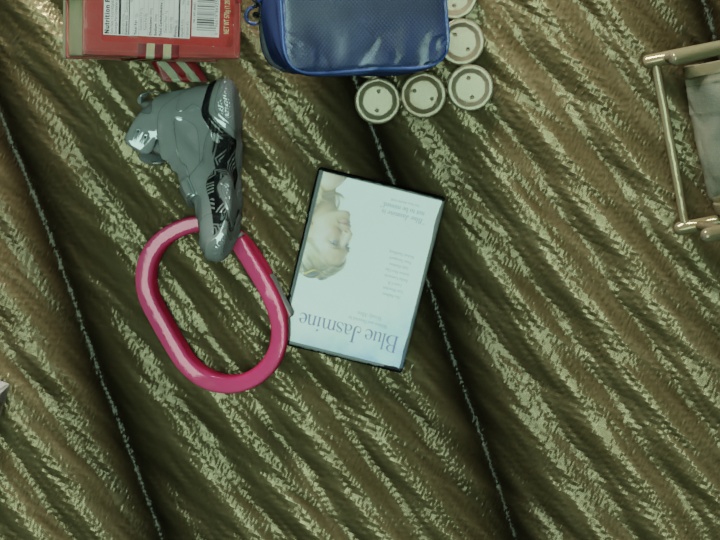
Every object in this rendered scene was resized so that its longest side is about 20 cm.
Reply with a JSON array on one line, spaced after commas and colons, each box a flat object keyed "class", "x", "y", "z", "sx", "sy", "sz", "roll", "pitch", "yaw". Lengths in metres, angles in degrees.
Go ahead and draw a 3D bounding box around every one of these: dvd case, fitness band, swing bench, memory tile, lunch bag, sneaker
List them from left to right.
[{"class": "sneaker", "x": -0.186, "y": -0.105, "z": 1.688, "sx": 0.115, "sy": 0.075, "sz": 0.200, "roll": -2, "pitch": 77, "yaw": 7}, {"class": "fitness band", "x": -0.159, "y": 0.037, "z": 1.729, "sx": 0.144, "sy": 0.037, "sz": 0.200, "roll": -30, "pitch": 90, "yaw": 10}, {"class": "lunch bag", "x": -0.018, "y": -0.266, "z": 1.624, "sx": 0.200, "sy": 0.132, "sz": 0.136, "roll": -3, "pitch": 97, "yaw": -12}, {"class": "dvd case", "x": 0.000, "y": 0.000, "z": 1.736, "sx": 0.143, "sy": 0.018, "sz": 0.200, "roll": 14, "pitch": 98, "yaw": 0}, {"class": "memory tile", "x": 0.054, "y": -0.262, "z": 1.701, "sx": 0.153, "sy": 0.017, "sz": 0.200, "roll": -9, "pitch": 98, "yaw": 3}, {"class": "swing bench", "x": 0.419, "y": -0.148, "z": 1.649, "sx": 0.200, "sy": 0.130, "sz": 0.199, "roll": -12, "pitch": 96, "yaw": -2}]

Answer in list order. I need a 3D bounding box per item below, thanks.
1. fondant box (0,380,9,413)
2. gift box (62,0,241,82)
[{"class": "fondant box", "x": -0.490, "y": 0.198, "z": 1.762, "sx": 0.144, "sy": 0.058, "sz": 0.200, "roll": 20, "pitch": 99, "yaw": -1}, {"class": "gift box", "x": -0.204, "y": -0.287, "z": 1.627, "sx": 0.200, "sy": 0.187, "sz": 0.185, "roll": 4, "pitch": 96, "yaw": -18}]
